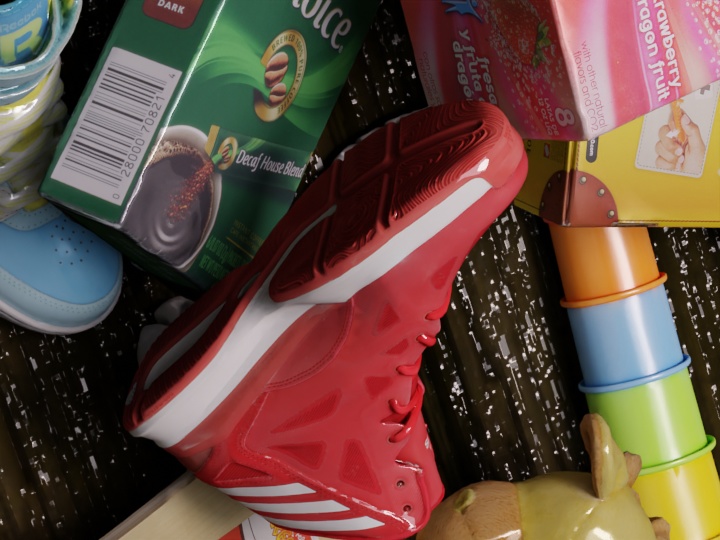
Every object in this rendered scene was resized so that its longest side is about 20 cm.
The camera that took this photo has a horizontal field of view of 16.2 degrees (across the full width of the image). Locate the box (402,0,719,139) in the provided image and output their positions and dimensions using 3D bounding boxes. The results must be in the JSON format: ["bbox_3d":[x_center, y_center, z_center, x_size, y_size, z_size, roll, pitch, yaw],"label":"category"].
[{"bbox_3d":[0.067,-0.158,0.924,0.102,0.094,0.201,-24,107,-30],"label":"box"}]

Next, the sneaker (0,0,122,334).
[{"bbox_3d":[-0.135,-0.060,0.958,0.079,0.130,0.201,-39,109,-25],"label":"sneaker"}]

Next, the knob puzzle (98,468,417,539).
[{"bbox_3d":[-0.039,0.155,1.068,0.219,0.030,0.222,-7,100,-42],"label":"knob puzzle"}]

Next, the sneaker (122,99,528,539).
[{"bbox_3d":[0.013,0.026,0.953,0.115,0.200,0.079,40,35,-21],"label":"sneaker"}]

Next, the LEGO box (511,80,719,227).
[{"bbox_3d":[0.145,-0.121,1.066,0.148,0.077,0.202,1,101,-21],"label":"LEGO box"}]

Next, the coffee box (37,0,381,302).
[{"bbox_3d":[-0.044,-0.094,0.984,0.201,0.044,0.123,-66,155,-9],"label":"coffee box"}]

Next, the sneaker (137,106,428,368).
[{"bbox_3d":[0.000,0.000,1.065,0.200,0.081,0.075,-43,108,-24],"label":"sneaker"}]

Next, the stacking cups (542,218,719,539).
[{"bbox_3d":[0.117,0.030,1.145,0.060,0.060,0.201,-21,99,-28],"label":"stacking cups"}]

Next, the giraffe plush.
[{"bbox_3d":[0.075,0.151,1.062,0.199,0.173,0.163,19,56,-17],"label":"giraffe plush"}]
